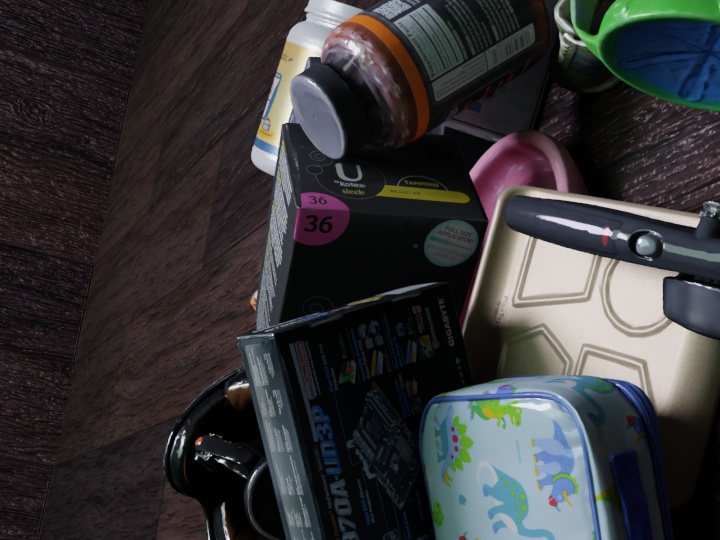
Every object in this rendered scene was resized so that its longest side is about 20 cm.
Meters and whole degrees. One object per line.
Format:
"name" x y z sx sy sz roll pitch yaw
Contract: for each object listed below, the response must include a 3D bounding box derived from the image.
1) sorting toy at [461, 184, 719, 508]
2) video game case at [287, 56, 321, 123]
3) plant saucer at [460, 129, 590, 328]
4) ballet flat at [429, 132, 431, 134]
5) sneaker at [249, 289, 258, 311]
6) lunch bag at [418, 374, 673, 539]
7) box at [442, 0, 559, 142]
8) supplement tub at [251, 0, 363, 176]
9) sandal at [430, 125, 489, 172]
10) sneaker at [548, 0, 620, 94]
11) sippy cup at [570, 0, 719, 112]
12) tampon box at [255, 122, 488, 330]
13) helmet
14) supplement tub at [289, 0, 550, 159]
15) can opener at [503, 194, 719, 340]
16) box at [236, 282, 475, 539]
"sorting toy" 0.159 0.044 0.789 0.200 0.036 0.186 16 91 45
"video game case" -0.050 -0.086 1.137 0.143 0.019 0.201 119 149 -65
"plant saucer" 0.128 -0.012 0.943 0.201 0.051 0.201 -46 37 51
"ballet flat" 0.059 -0.065 1.116 0.074 0.074 0.201 -30 49 60
"sneaker" -0.061 0.013 1.246 0.070 0.090 0.200 -46 7 23
"lunch bag" 0.121 0.167 0.723 0.161 0.082 0.201 -13 87 54
"box" 0.115 -0.221 1.017 0.060 0.116 0.201 -154 81 -70
"supplement tub" -0.028 -0.193 1.300 0.145 0.144 0.200 39 112 66
"sandal" 0.084 -0.095 1.080 0.043 0.076 0.201 -28 40 59
"sneaker" 0.180 -0.187 0.874 0.200 0.090 0.067 -4 73 67
"sippy cup" 0.227 -0.183 0.712 0.140 0.177 0.131 92 -165 -80
"tampon box" 0.000 0.000 0.948 0.126 0.149 0.200 -104 20 -51
"helmet" -0.072 0.202 1.098 0.200 0.191 0.200 -20 36 15
"supplement tub" 0.044 -0.164 0.899 0.107 0.200 0.107 46 157 27
"can opener" 0.169 -0.017 0.722 0.200 0.063 0.079 23 96 42
"box" 0.015 0.121 0.780 0.046 0.159 0.201 -12 93 51
